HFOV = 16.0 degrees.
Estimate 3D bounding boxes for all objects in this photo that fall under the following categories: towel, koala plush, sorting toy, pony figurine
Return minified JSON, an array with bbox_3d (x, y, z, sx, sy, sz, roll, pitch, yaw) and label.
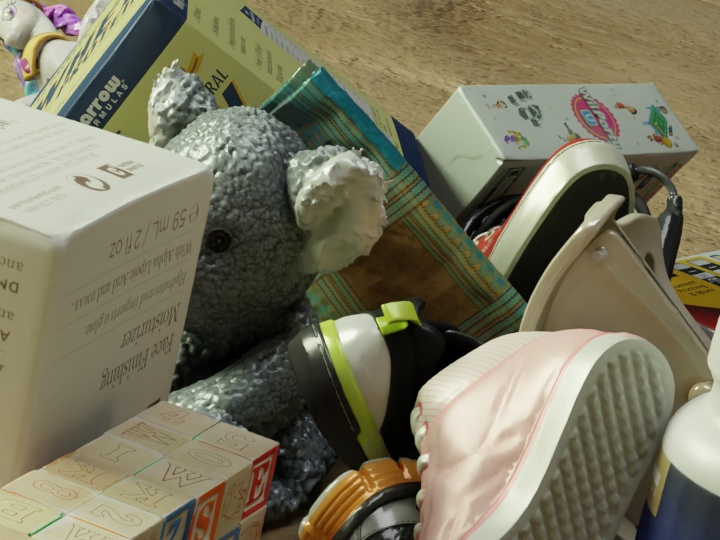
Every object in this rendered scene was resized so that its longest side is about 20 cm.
[{"bbox_3d":[0.000,0.000,1.328,0.200,0.147,0.022,50,47,-2],"label":"towel"},{"bbox_3d":[-0.072,0.007,1.284,0.177,0.201,0.183,26,22,36],"label":"koala plush"},{"bbox_3d":[0.156,0.051,1.263,0.200,0.107,0.180,53,28,-5],"label":"sorting toy"},{"bbox_3d":[-0.173,-0.148,1.812,0.192,0.167,0.200,-6,40,-28],"label":"pony figurine"}]

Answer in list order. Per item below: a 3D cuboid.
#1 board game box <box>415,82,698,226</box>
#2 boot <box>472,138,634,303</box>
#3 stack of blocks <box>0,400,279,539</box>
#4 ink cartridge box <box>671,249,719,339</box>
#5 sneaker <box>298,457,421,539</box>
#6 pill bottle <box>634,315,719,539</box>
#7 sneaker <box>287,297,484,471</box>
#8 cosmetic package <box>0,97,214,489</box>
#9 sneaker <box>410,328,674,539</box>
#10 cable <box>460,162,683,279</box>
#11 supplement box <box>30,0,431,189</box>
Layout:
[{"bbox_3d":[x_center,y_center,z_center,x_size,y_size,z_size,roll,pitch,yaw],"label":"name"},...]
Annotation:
[{"bbox_3d":[0.101,-0.049,1.651,0.199,0.148,0.064,-5,55,-47],"label":"board game box"},{"bbox_3d":[0.068,-0.012,1.397,0.072,0.201,0.144,8,33,-30],"label":"boot"},{"bbox_3d":[-0.106,0.135,1.008,0.058,0.116,0.200,19,18,17],"label":"stack of blocks"},{"bbox_3d":[0.220,0.043,1.574,0.175,0.084,0.200,25,22,34],"label":"ink cartridge box"},{"bbox_3d":[0.062,0.134,1.221,0.199,0.078,0.077,-3,44,-41],"label":"sneaker"},{"bbox_3d":[0.177,0.121,1.111,0.115,0.201,0.116,12,17,-4],"label":"pill bottle"},{"bbox_3d":[0.033,0.071,1.236,0.072,0.083,0.200,67,7,27],"label":"sneaker"},{"bbox_3d":[-0.182,0.040,1.105,0.164,0.201,0.165,17,18,15],"label":"cosmetic package"},{"bbox_3d":[0.054,0.112,1.133,0.075,0.201,0.104,39,-15,-33],"label":"sneaker"},{"bbox_3d":[0.098,0.017,1.479,0.162,0.051,0.201,-3,48,27],"label":"cable"},{"bbox_3d":[-0.078,-0.066,1.483,0.199,0.134,0.200,37,11,-13],"label":"supplement box"}]
